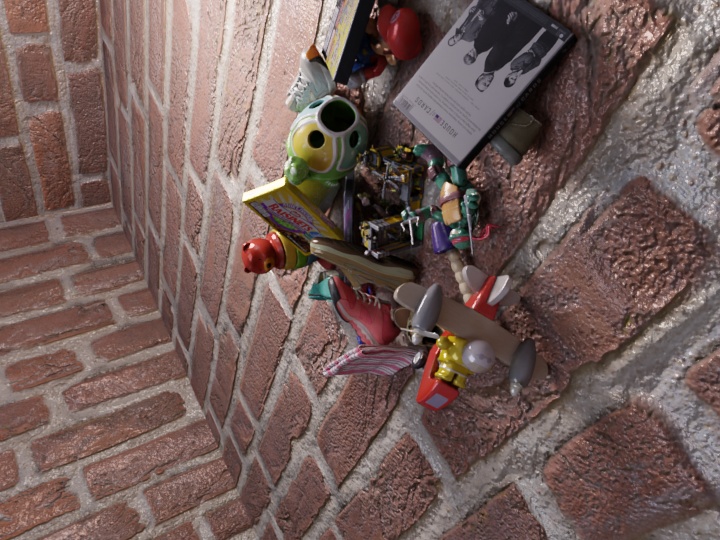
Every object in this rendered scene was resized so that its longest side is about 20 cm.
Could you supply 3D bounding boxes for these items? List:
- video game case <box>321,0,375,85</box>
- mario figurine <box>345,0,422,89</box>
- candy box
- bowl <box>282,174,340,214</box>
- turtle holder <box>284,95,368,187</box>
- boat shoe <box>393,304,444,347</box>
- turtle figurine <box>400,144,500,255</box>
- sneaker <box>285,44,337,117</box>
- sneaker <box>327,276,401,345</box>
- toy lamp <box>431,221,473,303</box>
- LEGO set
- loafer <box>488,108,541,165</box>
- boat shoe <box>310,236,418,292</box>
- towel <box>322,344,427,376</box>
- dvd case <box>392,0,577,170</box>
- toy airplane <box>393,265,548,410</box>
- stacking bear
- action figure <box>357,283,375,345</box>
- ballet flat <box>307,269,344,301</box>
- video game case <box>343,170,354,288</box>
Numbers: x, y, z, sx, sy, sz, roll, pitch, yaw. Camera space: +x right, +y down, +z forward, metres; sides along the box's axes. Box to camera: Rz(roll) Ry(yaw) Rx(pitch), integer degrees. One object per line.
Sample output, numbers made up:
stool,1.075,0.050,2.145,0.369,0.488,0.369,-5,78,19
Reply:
video game case,-0.011,-0.411,0.908,0.181,0.025,0.201,-106,33,-56
mario figurine,0.013,-0.366,0.922,0.200,0.106,0.124,1,116,62
candy box,-0.124,-0.099,1.121,0.102,0.200,0.026,-18,52,26
bowl,-0.106,-0.168,1.193,0.107,0.201,0.200,29,147,-10
turtle holder,-0.071,-0.234,1.039,0.141,0.185,0.132,65,158,10
boat shoe,0.115,0.094,1.016,0.200,0.074,0.076,7,110,57
turtle figurine,0.131,-0.105,0.871,0.149,0.100,0.201,-20,71,44
sneaker,-0.096,-0.330,1.066,0.076,0.092,0.200,60,176,9
sneaker,0.011,0.069,1.104,0.200,0.087,0.074,52,-172,-34
toy lamp,0.163,0.014,0.920,0.058,0.058,0.201,-30,81,59
LEGO set,0.029,-0.116,1.010,0.154,0.116,0.201,42,138,41
loafer,0.173,-0.227,0.784,0.070,0.075,0.200,-40,61,19
boat shoe,0.000,0.000,1.040,0.072,0.199,0.076,-93,22,-73
towel,0.025,0.182,1.137,0.200,0.146,0.030,138,132,-57
dvd case,0.149,-0.250,0.743,0.200,0.025,0.150,-49,58,19
toy airplane,0.160,0.093,0.821,0.141,0.199,0.200,-117,13,-76
stacking bear,-0.163,-0.047,1.275,0.114,0.199,0.122,45,140,38
action figure,0.009,0.101,1.183,0.099,0.065,0.201,-90,-10,-80
ballet flat,-0.068,0.034,1.294,0.200,0.067,0.071,175,101,-72
video game case,-0.021,-0.080,1.127,0.143,0.019,0.201,-88,0,-60
